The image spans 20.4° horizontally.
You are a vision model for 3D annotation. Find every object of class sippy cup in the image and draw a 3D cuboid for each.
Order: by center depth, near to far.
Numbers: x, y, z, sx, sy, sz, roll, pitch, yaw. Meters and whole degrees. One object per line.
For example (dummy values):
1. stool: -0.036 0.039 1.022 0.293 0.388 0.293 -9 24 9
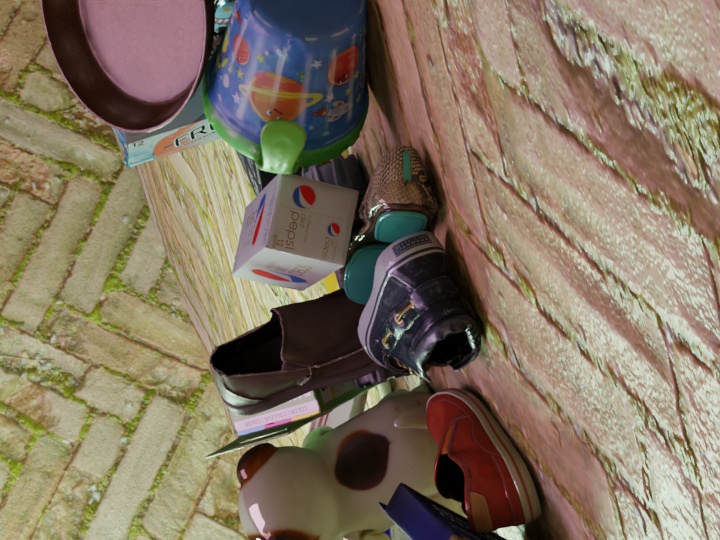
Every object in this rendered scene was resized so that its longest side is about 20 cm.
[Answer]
1. sippy cup: -0.051 -0.173 1.555 0.178 0.139 0.131 56 153 26

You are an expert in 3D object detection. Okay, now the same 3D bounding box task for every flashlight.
1. flashlight: 0.000 0.000 1.758 0.068 0.067 0.202 -12 -93 -66

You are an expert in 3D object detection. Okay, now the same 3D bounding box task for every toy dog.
1. toy dog: -0.008 0.191 1.745 0.194 0.198 0.141 113 137 -76

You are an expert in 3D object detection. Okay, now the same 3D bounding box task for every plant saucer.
1. plant saucer: -0.182 -0.213 1.604 0.199 0.034 0.202 15 112 39

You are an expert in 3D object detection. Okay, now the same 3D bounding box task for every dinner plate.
1. dinner plate: -0.023 0.150 2.015 0.200 0.024 0.202 -163 90 -79

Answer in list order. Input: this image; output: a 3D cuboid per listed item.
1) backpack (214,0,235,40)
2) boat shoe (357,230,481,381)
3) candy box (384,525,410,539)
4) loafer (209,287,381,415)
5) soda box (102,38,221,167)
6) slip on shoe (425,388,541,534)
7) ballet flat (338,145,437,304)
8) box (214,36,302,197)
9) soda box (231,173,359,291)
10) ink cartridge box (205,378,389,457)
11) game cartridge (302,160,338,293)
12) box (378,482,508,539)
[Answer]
1. backpack: -0.147 -0.291 1.707 0.200 0.181 0.136 -33 59 57
2. boat shoe: 0.046 0.055 1.575 0.201 0.070 0.091 92 156 -64
3. candy box: 0.040 0.265 1.970 0.200 0.076 0.171 -179 72 -81
4. loafer: -0.043 0.060 1.691 0.071 0.199 0.073 42 -158 -53
5. soda box: -0.117 -0.155 1.705 0.064 0.198 0.069 110 140 -73
6. slip on shoe: 0.082 0.149 1.580 0.200 0.061 0.075 -128 20 -66
7. ballet flat: 0.024 -0.042 1.582 0.200 0.067 0.076 110 162 -66
8. box: -0.103 -0.168 1.893 0.200 0.043 0.161 -118 16 -57
9. soda box: -0.056 -0.029 1.652 0.200 0.067 0.064 152 130 -77
10. ink cartridge box: -0.056 0.101 1.809 0.103 0.200 0.060 -17 95 35
11. game cartridge: -0.038 -0.071 1.930 0.200 0.032 0.178 98 152 -73
12. box: 0.089 0.218 1.548 0.121 0.033 0.200 30 180 -16
